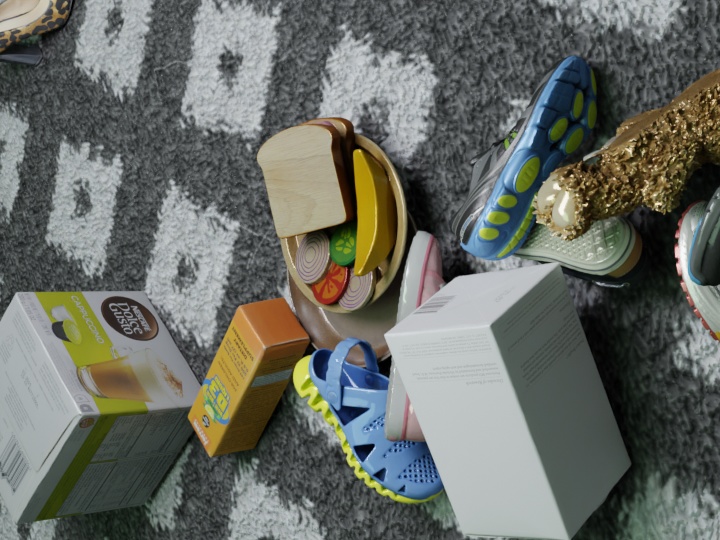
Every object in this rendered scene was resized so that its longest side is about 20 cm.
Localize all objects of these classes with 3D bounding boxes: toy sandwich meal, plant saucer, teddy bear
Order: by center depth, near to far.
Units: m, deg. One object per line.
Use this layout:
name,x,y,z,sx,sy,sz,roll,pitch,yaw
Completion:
teddy bear,0.231,-0.084,0.956,0.067,0.199,0.145,58,167,-11
toy sandwich meal,-0.034,-0.056,1.208,0.204,0.070,0.208,2,93,44
plant saucer,0.000,0.000,1.247,0.199,0.032,0.203,2,93,45

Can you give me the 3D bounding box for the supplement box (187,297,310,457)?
supplement box,-0.128,0.123,1.333,0.067,0.068,0.201,53,137,29

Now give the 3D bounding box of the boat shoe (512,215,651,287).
boat shoe,0.179,-0.031,1.048,0.075,0.062,0.200,-60,34,-2

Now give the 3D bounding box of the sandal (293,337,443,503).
sandal,0.014,0.145,1.186,0.200,0.079,0.087,47,130,15

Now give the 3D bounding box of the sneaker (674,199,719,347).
sneaker,0.315,0.031,0.923,0.082,0.078,0.201,-36,74,30

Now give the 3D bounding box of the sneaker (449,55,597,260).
sneaker,0.139,-0.105,1.043,0.082,0.071,0.201,27,84,52

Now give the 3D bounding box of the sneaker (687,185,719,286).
sneaker,0.320,-0.060,0.867,0.082,0.073,0.200,42,92,23

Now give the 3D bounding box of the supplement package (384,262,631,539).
supplement package,0.129,0.114,1.019,0.119,0.121,0.202,-9,108,44

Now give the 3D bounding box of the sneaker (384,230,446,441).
sneaker,0.083,0.067,1.133,0.103,0.075,0.203,6,88,1

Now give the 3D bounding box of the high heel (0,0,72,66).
high heel,-0.475,-0.364,1.617,0.072,0.142,0.201,52,124,29

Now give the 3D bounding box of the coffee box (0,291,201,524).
coffee box,-0.342,0.163,1.469,0.200,0.197,0.201,53,123,30
